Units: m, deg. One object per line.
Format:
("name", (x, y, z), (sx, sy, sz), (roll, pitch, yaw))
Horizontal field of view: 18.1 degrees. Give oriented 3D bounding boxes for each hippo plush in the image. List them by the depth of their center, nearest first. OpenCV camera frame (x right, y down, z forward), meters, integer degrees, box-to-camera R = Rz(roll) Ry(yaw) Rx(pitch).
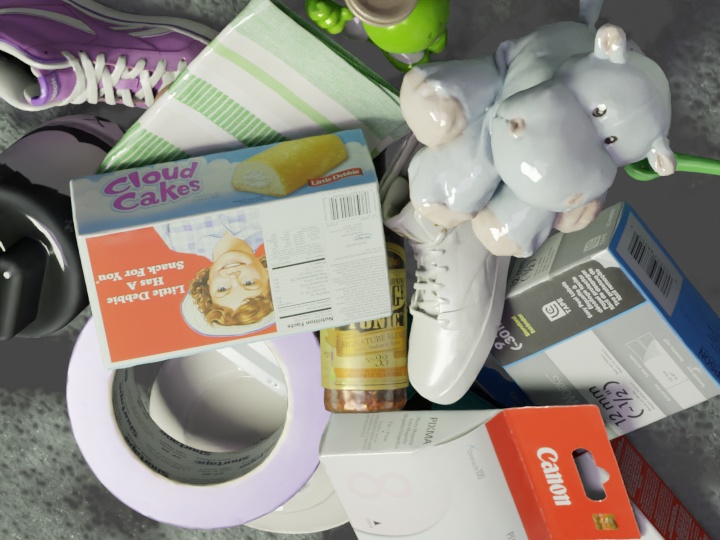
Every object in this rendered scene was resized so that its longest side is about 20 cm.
("hippo plush", (0.139, -0.083, 1.434), (0.200, 0.161, 0.160), (-33, 114, -15))

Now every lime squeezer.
("lime squeezer", (0.184, -0.062, 1.565), (0.199, 0.038, 0.071), (-13, 117, 22))

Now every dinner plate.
("dinner plate", (-0.073, 0.131, 1.774), (0.199, 0.024, 0.201), (8, 124, 12))

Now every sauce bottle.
("sauce bottle", (0.000, 0.000, 1.601), (0.066, 0.066, 0.201), (-2, 93, 18))

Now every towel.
("towel", (-0.076, -0.076, 1.513), (0.152, 0.023, 0.200), (33, 115, -31))

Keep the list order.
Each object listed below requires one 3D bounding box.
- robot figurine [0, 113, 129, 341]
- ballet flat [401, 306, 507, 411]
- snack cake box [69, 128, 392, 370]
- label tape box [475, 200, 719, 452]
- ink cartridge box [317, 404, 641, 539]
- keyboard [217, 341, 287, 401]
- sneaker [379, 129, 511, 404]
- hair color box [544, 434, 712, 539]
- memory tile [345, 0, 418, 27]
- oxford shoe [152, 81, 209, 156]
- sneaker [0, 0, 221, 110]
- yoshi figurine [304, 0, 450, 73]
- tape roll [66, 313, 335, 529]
("robot figurine", (-0.222, -0.033, 1.604), (0.125, 0.200, 0.150), (-26, 103, 36))
("ballet flat", (0.044, 0.088, 1.681), (0.200, 0.073, 0.073), (42, 123, -7))
("snack cake box", (-0.084, -0.014, 1.502), (0.199, 0.067, 0.115), (-10, 129, -5))
("label tape box", (0.148, 0.055, 1.622), (0.200, 0.066, 0.143), (-28, 113, 33))
("ink cartridge box", (0.087, 0.165, 1.634), (0.199, 0.057, 0.163), (1, 138, 23))
("keyboard", (-0.108, 0.030, 1.714), (0.200, 0.011, 0.056), (35, 104, -3))
("sneaker", (0.046, -0.011, 1.551), (0.074, 0.115, 0.201), (21, 97, 46))
("hair color box", (0.196, 0.212, 1.721), (0.111, 0.064, 0.200), (-31, 107, 31))
("memory tile", (-0.024, -0.260, 1.452), (0.200, 0.154, 0.017), (32, 165, -5))
("oxford shoe", (-0.078, -0.050, 1.599), (0.071, 0.074, 0.200), (-35, 132, 13))
("sneaker", (-0.177, -0.133, 1.582), (0.200, 0.114, 0.073), (16, 123, 5))
("yoshi figurine", (-0.010, -0.211, 1.489), (0.200, 0.112, 0.112), (42, 117, -15))
("tape roll", (-0.113, 0.084, 1.678), (0.199, 0.085, 0.201), (1, 102, 5))
